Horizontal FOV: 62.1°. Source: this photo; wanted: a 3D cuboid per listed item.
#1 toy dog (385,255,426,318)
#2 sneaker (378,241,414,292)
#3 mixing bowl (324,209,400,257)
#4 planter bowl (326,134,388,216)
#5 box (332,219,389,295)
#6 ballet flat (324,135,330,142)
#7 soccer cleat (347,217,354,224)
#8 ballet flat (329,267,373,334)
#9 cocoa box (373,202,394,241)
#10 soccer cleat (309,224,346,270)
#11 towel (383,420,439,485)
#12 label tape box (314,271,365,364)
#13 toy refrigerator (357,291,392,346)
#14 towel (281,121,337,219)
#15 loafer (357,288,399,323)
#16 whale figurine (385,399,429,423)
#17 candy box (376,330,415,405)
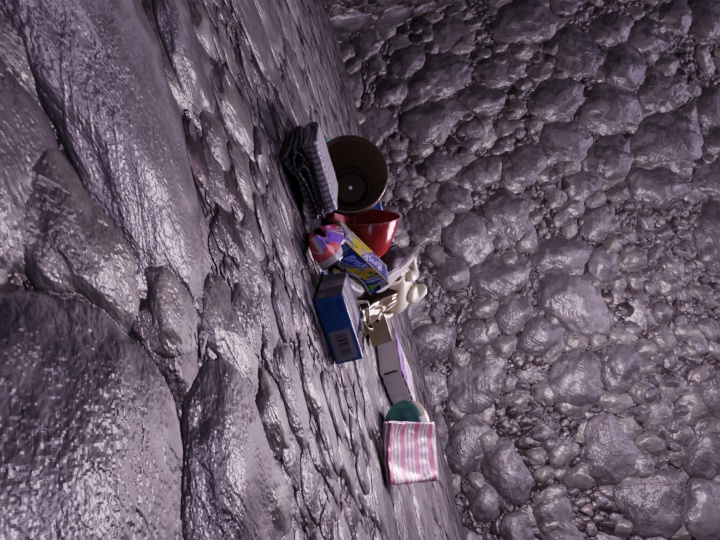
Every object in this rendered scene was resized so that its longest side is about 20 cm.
[{"bbox_3d":[0.091,0.025,1.787,0.139,0.194,0.201,30,-24,33],"label":"toy dog"},{"bbox_3d":[0.061,-0.015,1.634,0.099,0.071,0.200,39,42,10],"label":"sneaker"},{"bbox_3d":[0.005,-0.089,1.559,0.201,0.196,0.111,-81,171,-72],"label":"mixing bowl"},{"bbox_3d":[-0.026,-0.229,1.553,0.135,0.196,0.204,83,-8,-79],"label":"planter bowl"},{"bbox_3d":[-0.012,-0.029,1.456,0.200,0.064,0.071,44,27,-36],"label":"box"},{"bbox_3d":[-0.101,-0.320,1.606,0.071,0.066,0.200,63,8,-13],"label":"ballet flat"},{"bbox_3d":[-0.056,-0.181,1.696,0.073,0.067,0.203,78,-1,-67],"label":"soccer cleat"},{"bbox_3d":[-0.015,0.074,1.457,0.071,0.069,0.203,-91,163,-64],"label":"ballet flat"},{"bbox_3d":[0.039,-0.108,1.974,0.200,0.129,0.136,57,19,-66],"label":"cocoa box"},{"bbox_3d":[-0.075,-0.072,1.278,0.074,0.067,0.201,57,12,-19],"label":"soccer cleat"},{"bbox_3d":[0.129,0.446,1.470,0.198,0.030,0.149,15,66,-43],"label":"towel"},{"bbox_3d":[-0.038,0.086,1.270,0.200,0.062,0.147,-81,155,-71],"label":"label tape box"},{"bbox_3d":[0.029,0.109,1.712,0.076,0.069,0.203,-105,178,-71],"label":"toy refrigerator"},{"bbox_3d":[-0.108,-0.221,1.320,0.201,0.084,0.168,-95,168,-62],"label":"towel"},{"bbox_3d":[0.036,0.098,1.600,0.199,0.075,0.069,-22,120,-48],"label":"loafer"},{"bbox_3d":[0.116,0.451,1.596,0.158,0.102,0.204,7,-86,59],"label":"whale figurine"},{"bbox_3d":[0.112,0.320,1.868,0.169,0.070,0.202,-96,168,-52],"label":"candy box"}]
